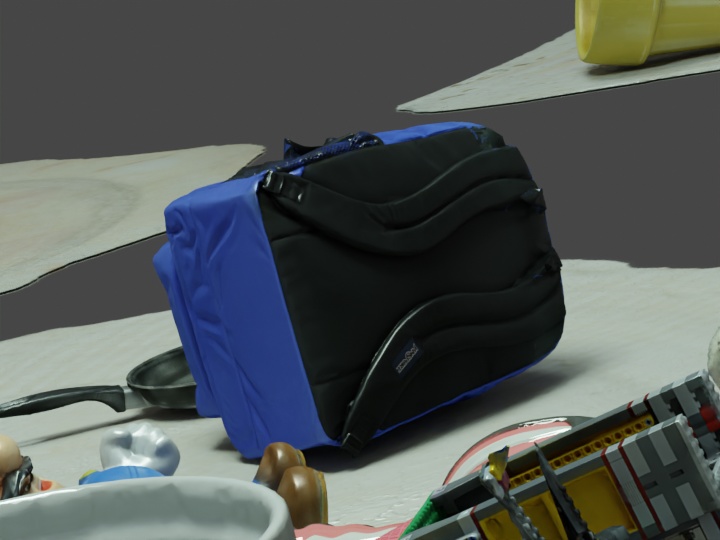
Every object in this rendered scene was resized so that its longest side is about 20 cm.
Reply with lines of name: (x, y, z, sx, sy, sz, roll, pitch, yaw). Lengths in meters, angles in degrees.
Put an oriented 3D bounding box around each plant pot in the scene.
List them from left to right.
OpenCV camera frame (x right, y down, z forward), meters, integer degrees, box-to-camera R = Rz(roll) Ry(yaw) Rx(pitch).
plant pot: (0.332, -0.311, 2.865, 0.188, 0.202, 0.201, 5, 9, -4)

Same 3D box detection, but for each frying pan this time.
frying pan: (-0.113, 0.069, 1.618, 0.190, 0.031, 0.115, -22, 14, -33)

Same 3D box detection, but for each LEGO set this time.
LEGO set: (0.081, 0.114, 0.785, 0.116, 0.154, 0.200, -26, -3, 19)

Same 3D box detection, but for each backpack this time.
backpack: (0.000, 0.000, 1.502, 0.200, 0.163, 0.168, -19, 9, -35)

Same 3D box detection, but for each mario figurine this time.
mario figurine: (-0.117, 0.100, 1.212, 0.199, 0.106, 0.124, -6, -26, -14)

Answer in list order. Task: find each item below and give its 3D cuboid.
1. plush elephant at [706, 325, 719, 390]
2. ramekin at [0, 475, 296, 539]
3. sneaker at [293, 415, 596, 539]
plush elephant: (0.220, 0.029, 1.060, 0.155, 0.165, 0.200, 36, 10, 17)
ramekin: (-0.111, 0.150, 0.937, 0.199, 0.105, 0.200, -11, 9, 2)
sneaker: (0.031, 0.125, 1.025, 0.200, 0.074, 0.087, -24, 25, 15)
